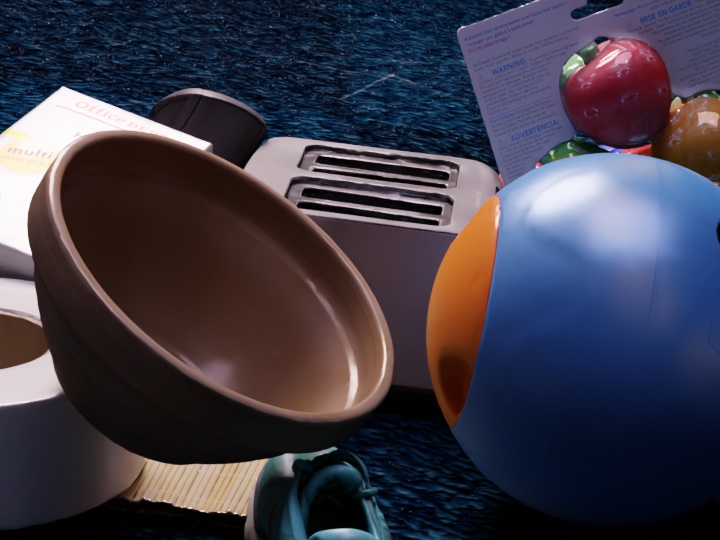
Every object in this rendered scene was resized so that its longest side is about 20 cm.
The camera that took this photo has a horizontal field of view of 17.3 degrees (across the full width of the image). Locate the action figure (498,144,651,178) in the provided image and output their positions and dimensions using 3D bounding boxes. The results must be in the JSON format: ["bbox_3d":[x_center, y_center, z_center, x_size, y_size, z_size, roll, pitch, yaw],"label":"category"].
[{"bbox_3d":[0.160,-0.042,1.593,0.200,0.099,0.065,-15,30,44],"label":"action figure"}]

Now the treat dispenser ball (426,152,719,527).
[{"bbox_3d":[0.135,0.037,1.279,0.200,0.202,0.201,6,18,-2],"label":"treat dispenser ball"}]

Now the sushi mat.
[{"bbox_3d":[-0.079,0.097,1.326,0.095,0.012,0.200,7,18,5],"label":"sushi mat"}]

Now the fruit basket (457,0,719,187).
[{"bbox_3d":[0.169,-0.083,1.448,0.185,0.201,0.094,-21,8,-8],"label":"fruit basket"}]

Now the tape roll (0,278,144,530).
[{"bbox_3d":[-0.213,0.067,1.260,0.201,0.071,0.203,2,19,-1],"label":"tape roll"}]

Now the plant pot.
[{"bbox_3d":[-0.089,0.031,1.181,0.200,0.093,0.201,29,28,-17],"label":"plant pot"}]

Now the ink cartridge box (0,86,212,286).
[{"bbox_3d":[-0.168,-0.042,1.436,0.115,0.068,0.200,22,39,19],"label":"ink cartridge box"}]

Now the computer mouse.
[{"bbox_3d":[-0.107,-0.055,1.596,0.140,0.046,0.200,28,-26,-27],"label":"computer mouse"}]

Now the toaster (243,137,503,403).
[{"bbox_3d":[0.000,0.000,1.482,0.199,0.119,0.181,7,17,3],"label":"toaster"}]

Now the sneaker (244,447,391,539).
[{"bbox_3d":[-0.012,0.124,1.160,0.077,0.080,0.200,6,17,-9],"label":"sneaker"}]
